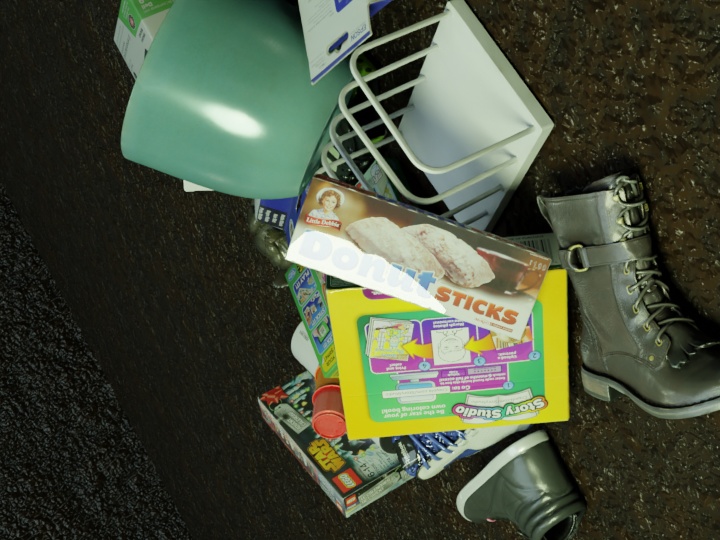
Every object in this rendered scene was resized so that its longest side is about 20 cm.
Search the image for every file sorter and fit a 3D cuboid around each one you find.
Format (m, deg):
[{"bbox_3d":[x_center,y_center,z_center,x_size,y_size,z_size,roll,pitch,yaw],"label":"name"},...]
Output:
[{"bbox_3d":[0.050,-0.102,1.057,0.139,0.124,0.200,57,156,17],"label":"file sorter"}]

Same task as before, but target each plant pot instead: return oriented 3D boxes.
[{"bbox_3d":[-0.100,-0.157,1.126,0.161,0.201,0.201,26,152,2],"label":"plant pot"}]

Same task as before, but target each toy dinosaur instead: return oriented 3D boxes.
[{"bbox_3d":[-0.110,-0.053,1.525,0.200,0.077,0.102,56,150,12],"label":"toy dinosaur"}]

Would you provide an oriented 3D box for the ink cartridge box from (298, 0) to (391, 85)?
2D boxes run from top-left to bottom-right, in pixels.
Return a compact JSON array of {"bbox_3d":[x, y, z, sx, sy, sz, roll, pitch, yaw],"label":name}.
[{"bbox_3d":[-0.018,-0.264,1.040,0.099,0.039,0.200,-28,66,52],"label":"ink cartridge box"}]

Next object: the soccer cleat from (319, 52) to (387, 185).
[{"bbox_3d":[-0.010,-0.128,1.241,0.081,0.067,0.200,43,147,38],"label":"soccer cleat"}]

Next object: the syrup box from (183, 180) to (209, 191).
[{"bbox_3d":[-0.166,-0.195,1.414,0.081,0.079,0.200,-107,18,-59],"label":"syrup box"}]

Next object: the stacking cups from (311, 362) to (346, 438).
[{"bbox_3d":[-0.029,0.105,1.381,0.200,0.060,0.061,-77,-18,-54],"label":"stacking cups"}]

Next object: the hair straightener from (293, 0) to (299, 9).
[{"bbox_3d":[-0.036,-0.254,1.181,0.200,0.041,0.077,-17,87,68],"label":"hair straightener"}]

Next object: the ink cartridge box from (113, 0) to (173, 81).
[{"bbox_3d":[-0.224,-0.252,1.556,0.200,0.084,0.146,61,158,7],"label":"ink cartridge box"}]

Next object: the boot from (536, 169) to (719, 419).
[{"bbox_3d":[0.208,0.012,0.911,0.200,0.069,0.174,2,108,57],"label":"boot"}]

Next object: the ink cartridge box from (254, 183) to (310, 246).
[{"bbox_3d":[-0.088,-0.139,1.329,0.200,0.041,0.200,109,156,-60],"label":"ink cartridge box"}]

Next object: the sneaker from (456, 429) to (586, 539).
[{"bbox_3d":[0.160,0.244,1.244,0.099,0.071,0.200,61,154,21],"label":"sneaker"}]

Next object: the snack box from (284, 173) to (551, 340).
[{"bbox_3d":[0.046,-0.011,0.981,0.024,0.200,0.072,-82,11,-77],"label":"snack box"}]

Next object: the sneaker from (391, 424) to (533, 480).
[{"bbox_3d":[0.095,0.160,1.243,0.081,0.115,0.199,57,157,14],"label":"sneaker"}]

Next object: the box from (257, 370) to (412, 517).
[{"bbox_3d":[-0.016,0.191,1.492,0.200,0.137,0.040,43,152,41],"label":"box"}]

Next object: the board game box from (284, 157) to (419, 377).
[{"bbox_3d":[0.000,0.000,1.259,0.200,0.029,0.135,-50,51,39],"label":"board game box"}]

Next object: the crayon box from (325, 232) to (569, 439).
[{"bbox_3d":[0.078,0.060,1.071,0.058,0.200,0.173,-91,-5,-52],"label":"crayon box"}]

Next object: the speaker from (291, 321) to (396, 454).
[{"bbox_3d":[0.001,0.129,1.466,0.200,0.081,0.081,42,149,42],"label":"speaker"}]
